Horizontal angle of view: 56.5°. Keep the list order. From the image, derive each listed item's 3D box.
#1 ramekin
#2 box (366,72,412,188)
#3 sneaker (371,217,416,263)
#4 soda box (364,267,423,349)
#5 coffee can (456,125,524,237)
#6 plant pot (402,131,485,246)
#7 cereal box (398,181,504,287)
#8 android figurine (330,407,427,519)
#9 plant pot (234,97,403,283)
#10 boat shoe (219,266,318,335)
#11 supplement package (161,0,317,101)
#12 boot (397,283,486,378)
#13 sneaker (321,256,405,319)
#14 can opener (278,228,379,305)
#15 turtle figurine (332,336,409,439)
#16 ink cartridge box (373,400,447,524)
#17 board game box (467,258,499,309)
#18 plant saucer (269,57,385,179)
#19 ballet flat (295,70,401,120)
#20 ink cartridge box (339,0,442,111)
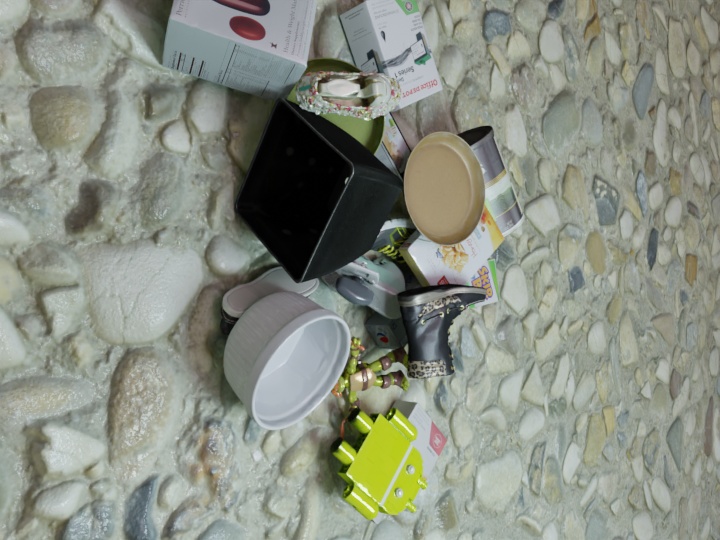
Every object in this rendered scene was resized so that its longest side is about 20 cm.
[{"bbox_3d":[-0.118,0.130,1.029,0.198,0.104,0.204,-34,142,-32],"label":"ramekin"},{"bbox_3d":[0.012,-0.238,1.213,0.060,0.115,0.202,-48,116,-36],"label":"box"},{"bbox_3d":[0.074,-0.052,1.274,0.197,0.074,0.087,-12,86,-42],"label":"sneaker"},{"bbox_3d":[0.095,0.061,1.297,0.201,0.067,0.064,-50,119,-33],"label":"soda box"},{"bbox_3d":[0.242,-0.175,1.395,0.146,0.144,0.204,-40,113,-36],"label":"coffee can"},{"bbox_3d":[0.149,-0.148,1.222,0.196,0.027,0.207,0,91,-35],"label":"plant pot"},{"bbox_3d":[0.178,-0.050,1.284,0.200,0.039,0.145,-47,114,-21],"label":"cereal box"},{"bbox_3d":[0.039,0.337,1.163,0.200,0.041,0.183,46,58,-15],"label":"android figurine"},{"bbox_3d":[-0.050,-0.122,1.055,0.175,0.200,0.202,-2,129,-47],"label":"plant pot"},{"bbox_3d":[-0.146,0.050,1.084,0.198,0.073,0.061,-27,148,-50],"label":"boat shoe"},{"bbox_3d":[-0.174,-0.390,0.993,0.195,0.147,0.197,12,77,-19],"label":"supplement package"},{"bbox_3d":[0.151,0.105,1.206,0.196,0.072,0.155,-6,94,-39],"label":"boot"},{"bbox_3d":[0.000,0.000,1.230,0.198,0.074,0.119,35,24,-13],"label":"sneaker"},{"bbox_3d":[-0.058,-0.008,1.122,0.196,0.053,0.068,25,59,-11],"label":"can opener"},{"bbox_3d":[0.009,0.200,1.204,0.157,0.064,0.206,-8,105,-22],"label":"turtle figurine"},{"bbox_3d":[0.070,0.362,1.251,0.117,0.067,0.202,50,58,-25],"label":"ink cartridge box"},{"bbox_3d":[0.242,0.032,1.462,0.197,0.030,0.099,-10,94,-44],"label":"board game box"},{"bbox_3d":[-0.054,-0.256,1.129,0.202,0.196,0.031,58,19,-22],"label":"plant saucer"},{"bbox_3d":[-0.006,-0.272,1.030,0.196,0.063,0.078,-12,96,-31],"label":"ballet flat"},{"bbox_3d":[0.063,-0.417,1.291,0.145,0.083,0.205,-32,108,-38],"label":"ink cartridge box"}]
